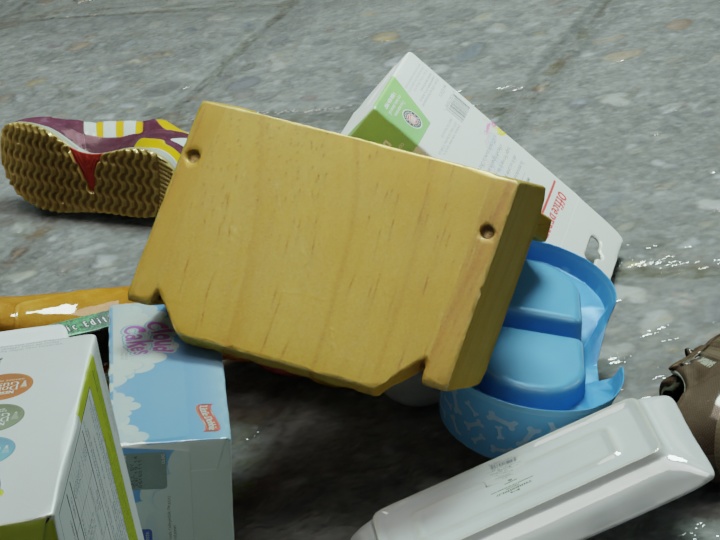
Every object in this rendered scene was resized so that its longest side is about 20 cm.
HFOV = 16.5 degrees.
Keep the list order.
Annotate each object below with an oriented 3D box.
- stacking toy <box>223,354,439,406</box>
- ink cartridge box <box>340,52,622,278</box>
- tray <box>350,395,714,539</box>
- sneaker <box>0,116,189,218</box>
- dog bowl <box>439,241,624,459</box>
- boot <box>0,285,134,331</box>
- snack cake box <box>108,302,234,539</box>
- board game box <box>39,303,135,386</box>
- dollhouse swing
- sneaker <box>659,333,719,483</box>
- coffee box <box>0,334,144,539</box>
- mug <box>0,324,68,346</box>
[{"bbox_3d":[-0.015,0.025,1.586,0.146,0.147,0.200,-28,43,-37],"label":"stacking toy"},{"bbox_3d":[0.077,-0.044,1.676,0.067,0.200,0.117,-47,6,27],"label":"ink cartridge box"},{"bbox_3d":[0.087,0.123,1.347,0.199,0.022,0.107,-24,21,2],"label":"tray"},{"bbox_3d":[-0.198,-0.086,1.988,0.199,0.075,0.090,14,24,34],"label":"sneaker"},{"bbox_3d":[0.098,0.049,1.498,0.111,0.050,0.200,9,30,-3],"label":"dog bowl"},{"bbox_3d":[-0.200,0.041,1.554,0.201,0.071,0.144,-19,-25,40],"label":"boot"},{"bbox_3d":[-0.108,0.106,1.403,0.067,0.116,0.200,-4,21,-5],"label":"snack cake box"},{"bbox_3d":[-0.197,0.085,1.491,0.199,0.105,0.023,-13,33,-22],"label":"board game box"},{"bbox_3d":[0.000,0.000,1.476,0.199,0.176,0.182,15,73,17],"label":"dollhouse swing"},{"bbox_3d":[0.215,0.057,1.449,0.075,0.071,0.200,0,24,25],"label":"sneaker"},{"bbox_3d":[-0.209,0.171,1.183,0.199,0.201,0.198,-9,23,4],"label":"coffee box"},{"bbox_3d":[-0.236,0.113,1.365,0.152,0.150,0.187,1,26,-12],"label":"mug"}]
